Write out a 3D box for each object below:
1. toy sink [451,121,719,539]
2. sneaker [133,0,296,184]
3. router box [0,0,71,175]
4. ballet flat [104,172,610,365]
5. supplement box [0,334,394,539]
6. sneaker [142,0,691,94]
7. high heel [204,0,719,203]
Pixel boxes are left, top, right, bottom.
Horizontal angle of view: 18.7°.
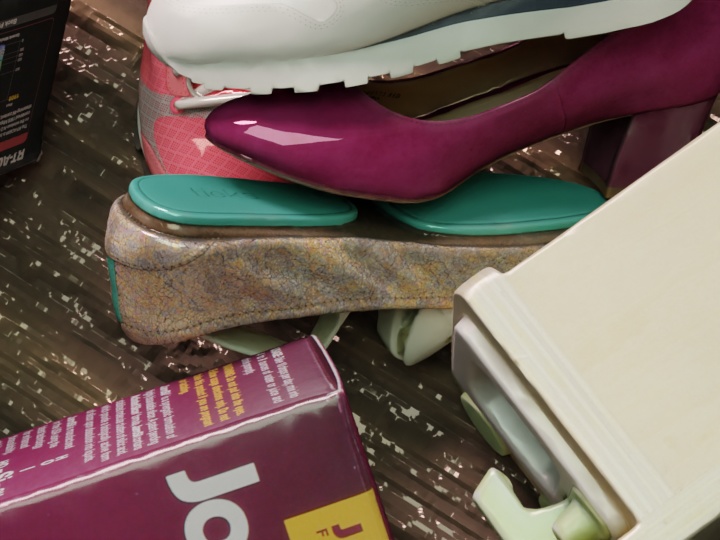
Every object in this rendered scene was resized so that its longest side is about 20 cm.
[{"bbox_3d":[0.099,0.039,0.754,0.200,0.130,0.112,-36,75,-7],"label":"toy sink"},{"bbox_3d":[-0.057,-0.103,0.825,0.074,0.087,0.200,-6,73,1],"label":"sneaker"},{"bbox_3d":[-0.174,-0.091,0.743,0.062,0.200,0.150,25,116,20],"label":"router box"},{"bbox_3d":[0.000,0.000,0.797,0.200,0.068,0.067,0,113,-22],"label":"ballet flat"},{"bbox_3d":[-0.084,0.119,0.727,0.200,0.103,0.131,-19,100,-3],"label":"supplement box"},{"bbox_3d":[0.019,-0.118,0.754,0.200,0.081,0.076,-15,34,-4],"label":"sneaker"},{"bbox_3d":[0.043,-0.077,0.785,0.200,0.067,0.096,-1,114,-27],"label":"high heel"}]
